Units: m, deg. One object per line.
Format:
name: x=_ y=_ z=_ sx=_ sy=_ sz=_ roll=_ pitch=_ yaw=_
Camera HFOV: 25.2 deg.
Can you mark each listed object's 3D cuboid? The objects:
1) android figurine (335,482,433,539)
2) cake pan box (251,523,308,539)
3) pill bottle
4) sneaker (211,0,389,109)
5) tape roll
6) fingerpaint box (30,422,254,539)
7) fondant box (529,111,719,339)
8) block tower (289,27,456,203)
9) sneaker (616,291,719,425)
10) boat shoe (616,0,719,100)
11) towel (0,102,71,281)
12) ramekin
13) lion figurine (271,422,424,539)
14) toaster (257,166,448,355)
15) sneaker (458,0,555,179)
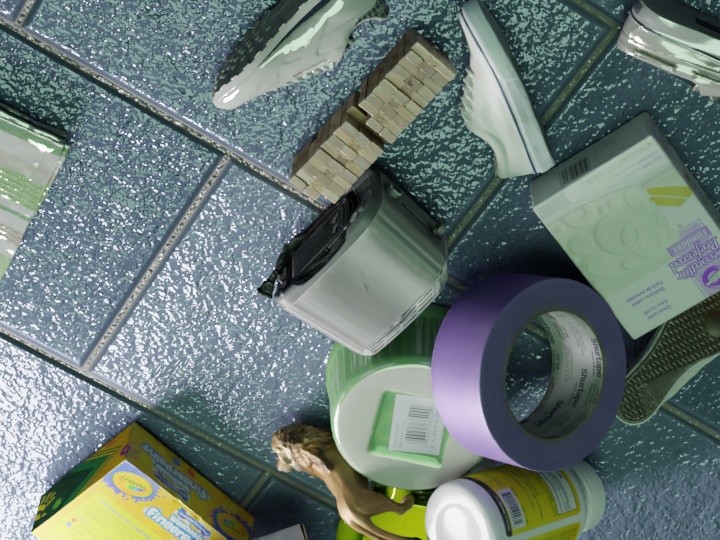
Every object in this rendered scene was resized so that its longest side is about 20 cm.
android figurine: x=0.062 y=0.317 z=1.905 sx=0.181 sy=0.041 sz=0.201 roll=8 pitch=121 yaw=-3
cake pan box: x=-0.135 y=0.382 z=1.885 sx=0.183 sy=0.052 sz=0.200 roll=-18 pitch=144 yaw=-7
pill bottle: x=0.176 y=0.269 z=1.783 sx=0.199 sy=0.112 sz=0.113 roll=-9 pitch=132 yaw=-41
sneaker: x=-0.064 y=-0.215 z=1.572 sx=0.200 sy=0.077 sz=0.080 roll=-38 pitch=122 yaw=24
tape roll: x=0.177 y=0.104 z=1.682 sx=0.199 sy=0.085 sz=0.201 roll=-3 pitch=95 yaw=-33
fingerpaint box: x=-0.252 y=0.297 z=1.885 sx=0.167 sy=0.073 sz=0.200 roll=-38 pitch=115 yaw=23
fondant box: x=0.290 y=-0.044 z=1.669 sx=0.144 sy=0.058 sz=0.200 roll=-32 pitch=116 yaw=19
block tower: x=0.012 y=-0.154 z=1.614 sx=0.054 sy=0.058 sz=0.200 roll=36 pitch=118 yaw=-18
sneaker: x=0.345 y=0.083 z=1.749 sx=0.200 sy=0.085 sz=0.073 roll=-44 pitch=84 yaw=5
boat shoe: x=0.345 y=-0.199 z=1.566 sx=0.199 sy=0.072 sz=0.066 roll=22 pitch=124 yaw=-10
towel: x=-0.405 y=-0.094 z=1.685 sx=0.149 sy=0.031 sz=0.200 roll=27 pitch=121 yaw=-11
ramekin: x=0.058 y=0.144 z=1.767 sx=0.199 sy=0.098 sz=0.201 roll=1 pitch=121 yaw=2
lion figurine: x=-0.014 y=0.240 z=1.793 sx=0.122 sy=0.200 sz=0.073 roll=25 pitch=98 yaw=-40
toaster: x=0.000 y=0.000 z=1.674 sx=0.129 sy=0.114 sz=0.200 roll=35 pitch=115 yaw=-20
sneaker: x=0.129 y=-0.171 z=1.588 sx=0.071 sy=0.073 sz=0.200 roll=-21 pitch=119 yaw=10
